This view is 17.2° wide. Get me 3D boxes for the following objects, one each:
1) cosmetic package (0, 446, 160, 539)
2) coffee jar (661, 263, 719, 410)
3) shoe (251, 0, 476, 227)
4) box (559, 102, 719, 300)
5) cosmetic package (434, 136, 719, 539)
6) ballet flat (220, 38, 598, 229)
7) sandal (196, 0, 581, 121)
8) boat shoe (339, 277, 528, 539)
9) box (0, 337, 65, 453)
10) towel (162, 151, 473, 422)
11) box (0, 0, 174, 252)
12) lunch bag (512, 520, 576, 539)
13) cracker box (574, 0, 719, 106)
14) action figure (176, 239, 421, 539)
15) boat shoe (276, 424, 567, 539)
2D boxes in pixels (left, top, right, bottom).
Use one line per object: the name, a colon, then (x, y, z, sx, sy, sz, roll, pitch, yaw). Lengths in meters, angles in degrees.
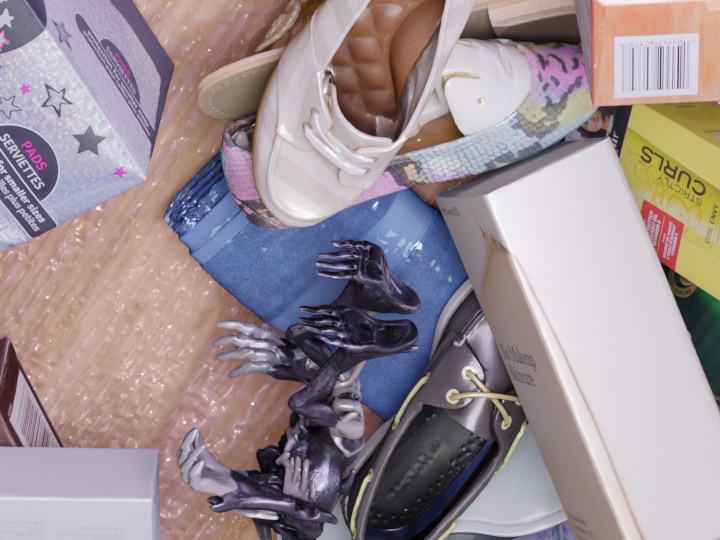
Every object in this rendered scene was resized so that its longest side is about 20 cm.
cosmetic package: (-0.208, 0.169, 1.300, 0.198, 0.052, 0.152, 1, 120, -1)
coffee jar: (0.192, 0.031, 1.263, 0.085, 0.105, 0.201, 9, 122, -32)
shoe: (0.002, -0.096, 1.104, 0.069, 0.054, 0.201, 26, 120, -8)
box: (0.174, -0.035, 1.175, 0.050, 0.200, 0.076, -7, 121, -36)
cosmetic package: (0.116, 0.040, 1.174, 0.073, 0.103, 0.201, -25, 96, -10)
ballet flat: (0.024, -0.078, 1.176, 0.198, 0.070, 0.071, -18, 141, 7)
sandal: (0.012, -0.132, 1.206, 0.210, 0.070, 0.078, -12, 160, -10)
boat shoe: (0.057, 0.075, 1.258, 0.071, 0.061, 0.202, 27, 111, -15)
box: (-0.270, 0.123, 1.344, 0.198, 0.075, 0.101, -18, 119, 9)
towel: (0.000, 0.000, 1.283, 0.112, 0.049, 0.200, -41, 111, 21)
box: (-0.191, -0.127, 1.163, 0.114, 0.133, 0.201, -26, 116, 16)
lunch bag: (0.099, 0.258, 1.342, 0.126, 0.201, 0.170, -25, 118, 14)
cracker box: (0.165, -0.146, 1.108, 0.133, 0.201, 0.058, -2, 121, 2)
action figure: (-0.040, 0.075, 1.237, 0.101, 0.119, 0.201, 18, 130, -10)
boat shoe: (0.051, 0.131, 1.351, 0.198, 0.076, 0.060, -12, 159, 4)
